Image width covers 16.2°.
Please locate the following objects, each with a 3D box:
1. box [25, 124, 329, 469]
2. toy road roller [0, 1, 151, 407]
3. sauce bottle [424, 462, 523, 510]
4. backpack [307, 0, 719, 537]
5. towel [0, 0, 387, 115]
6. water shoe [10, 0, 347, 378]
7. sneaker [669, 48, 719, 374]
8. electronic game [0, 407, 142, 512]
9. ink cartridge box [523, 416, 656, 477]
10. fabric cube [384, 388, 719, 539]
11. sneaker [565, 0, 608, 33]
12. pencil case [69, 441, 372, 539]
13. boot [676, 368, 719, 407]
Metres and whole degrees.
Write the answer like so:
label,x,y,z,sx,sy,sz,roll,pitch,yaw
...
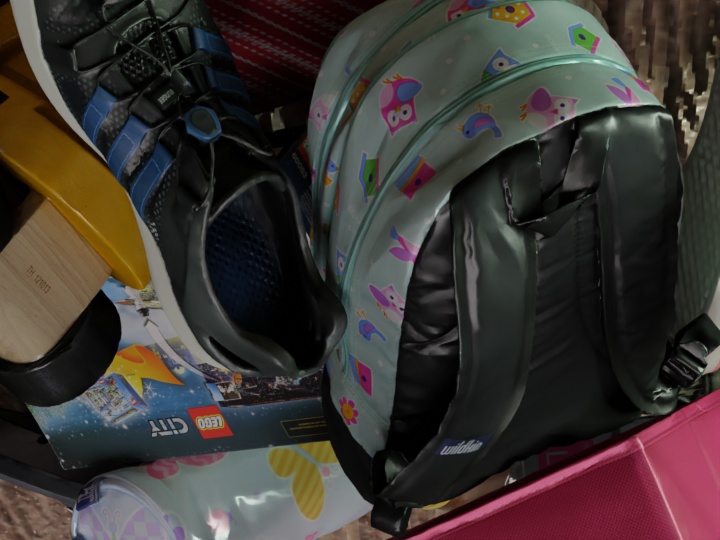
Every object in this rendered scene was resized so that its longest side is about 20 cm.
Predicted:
label,x,y,z,sx,sy,sz,roll,pitch,yaw
box,-0.080,0.016,1.117,0.199,0.038,0.137,-8,121,34
toy road roller,-0.153,-0.052,1.042,0.200,0.146,0.123,30,166,39
sauce bottle,0.026,0.095,1.366,0.199,0.065,0.065,6,148,-10
backpack,0.049,-0.013,0.976,0.166,0.127,0.200,-27,144,-20
towel,-0.064,-0.110,1.030,0.144,0.023,0.200,24,159,-27
water shoe,-0.059,-0.052,0.937,0.079,0.071,0.201,13,134,56
sneaker,0.195,-0.040,1.082,0.104,0.075,0.201,4,118,-17
electronic game,-0.132,0.115,1.346,0.199,0.042,0.200,18,178,1
ink cartridge box,0.180,0.127,1.208,0.199,0.120,0.042,-5,178,10
fabric cube,0.098,0.186,1.093,0.196,0.200,0.200,-27,174,20
sneaker,0.061,-0.107,1.046,0.080,0.076,0.200,-25,141,-15
pencil case,-0.049,0.104,1.235,0.200,0.083,0.091,-27,178,-42
boot,0.102,0.028,1.236,0.153,0.074,0.204,-8,154,14
